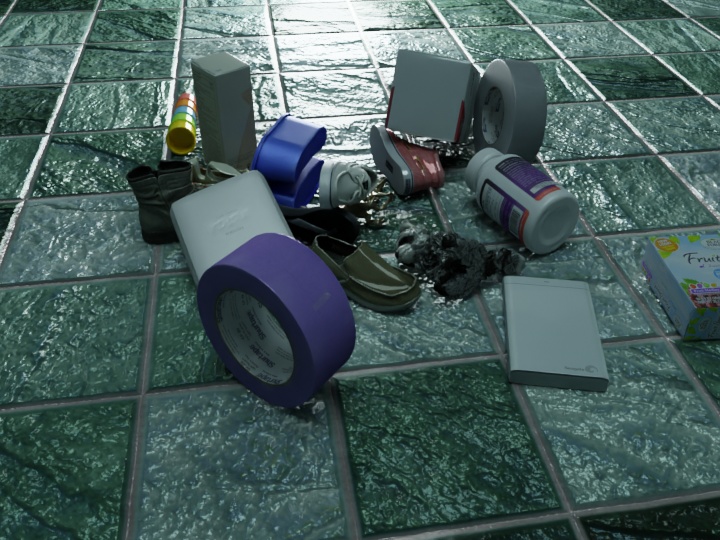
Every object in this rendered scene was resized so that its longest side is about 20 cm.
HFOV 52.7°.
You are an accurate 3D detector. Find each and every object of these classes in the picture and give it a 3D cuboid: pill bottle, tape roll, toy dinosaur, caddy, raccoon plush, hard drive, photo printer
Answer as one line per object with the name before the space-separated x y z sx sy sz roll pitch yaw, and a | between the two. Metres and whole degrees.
pill bottle | 0.265 -0.126 1.229 0.109 0.113 0.200 -17 42 -23
tape roll | 0.275 -0.287 1.359 0.064 0.204 0.202 -1 37 -13
toy dinosaur | -0.004 -0.109 1.261 0.100 0.060 0.198 15 31 41
tape roll | -0.106 0.062 0.904 0.197 0.204 0.085 25 42 28
caddy | -0.133 -0.185 1.270 0.103 0.144 0.201 16 39 11
raccoon plush | 0.143 -0.017 1.141 0.197 0.099 0.134 14 12 -35
hard drive | 0.271 0.083 1.032 0.128 0.027 0.202 5 39 5
photo printer | -0.189 -0.045 1.108 0.163 0.070 0.202 -22 56 -10

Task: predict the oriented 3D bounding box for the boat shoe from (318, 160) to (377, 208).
boat shoe | -0.016 -0.136 1.154 0.064 0.074 0.200 5 8 13

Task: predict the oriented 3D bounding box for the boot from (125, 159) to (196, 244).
boot | -0.274 -0.117 1.185 0.195 0.133 0.068 -8 38 -12

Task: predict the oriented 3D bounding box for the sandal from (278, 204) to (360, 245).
sandal | -0.092 -0.066 1.182 0.195 0.077 0.043 6 43 23

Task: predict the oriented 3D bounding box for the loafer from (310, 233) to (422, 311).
loafer | 0.000 0.000 1.093 0.196 0.071 0.075 18 40 21

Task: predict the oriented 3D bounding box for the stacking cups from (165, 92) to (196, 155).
stacking cups | -0.360 -0.313 1.490 0.059 0.062 0.202 -3 38 -6

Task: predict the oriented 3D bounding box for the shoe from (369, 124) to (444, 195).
shoe | 0.086 -0.213 1.375 0.089 0.073 0.202 -8 41 -18

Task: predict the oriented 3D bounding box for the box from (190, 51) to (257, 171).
box | -0.249 -0.286 1.345 0.077 0.204 0.094 -25 44 -31

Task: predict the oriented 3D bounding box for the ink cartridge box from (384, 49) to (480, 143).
ink cartridge box | 0.144 -0.330 1.403 0.141 0.149 0.200 13 11 13

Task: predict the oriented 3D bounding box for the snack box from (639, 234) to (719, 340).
snack box | 0.547 0.020 1.087 0.194 0.069 0.170 -1 38 -5

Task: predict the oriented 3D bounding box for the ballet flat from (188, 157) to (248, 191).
ballet flat | -0.278 -0.169 1.307 0.195 0.065 0.076 8 39 10
